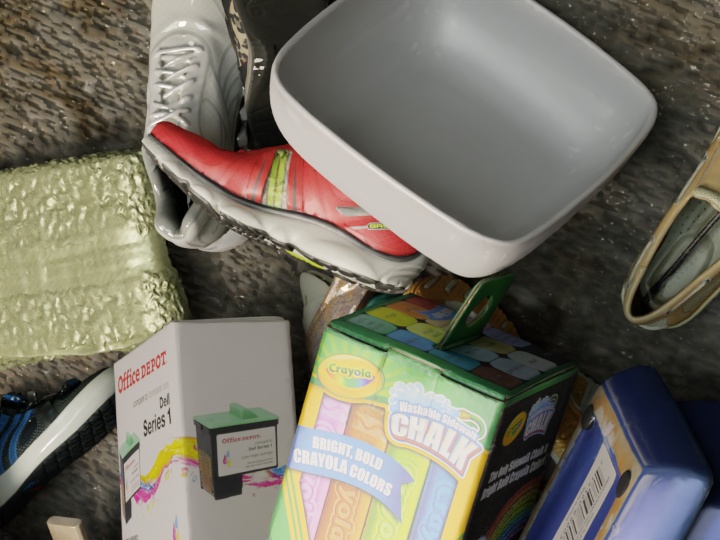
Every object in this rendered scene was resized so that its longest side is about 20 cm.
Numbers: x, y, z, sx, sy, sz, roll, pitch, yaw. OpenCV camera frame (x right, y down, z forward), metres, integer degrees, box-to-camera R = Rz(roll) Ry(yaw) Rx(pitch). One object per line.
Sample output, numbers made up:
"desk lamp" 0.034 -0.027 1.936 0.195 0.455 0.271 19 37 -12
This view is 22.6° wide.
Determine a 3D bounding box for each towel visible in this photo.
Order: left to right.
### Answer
"towel" -0.213 -0.008 1.289 0.199 0.036 0.149 -9 96 33

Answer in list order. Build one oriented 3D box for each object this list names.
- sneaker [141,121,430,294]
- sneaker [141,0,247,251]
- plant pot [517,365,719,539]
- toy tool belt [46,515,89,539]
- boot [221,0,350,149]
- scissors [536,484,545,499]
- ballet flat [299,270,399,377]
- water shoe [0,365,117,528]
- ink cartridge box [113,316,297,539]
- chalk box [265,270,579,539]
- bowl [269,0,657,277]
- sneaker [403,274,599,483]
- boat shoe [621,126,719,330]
"sneaker" -0.042 -0.055 1.145 0.199 0.077 0.085 25 83 10
"sneaker" -0.113 -0.111 1.220 0.075 0.081 0.201 -5 92 26
"plant pot" 0.193 0.177 1.021 0.179 0.200 0.201 24 105 -8
"toy tool belt" -0.153 0.264 1.255 0.199 0.125 0.123 29 115 18
"boot" -0.056 -0.184 1.185 0.073 0.204 0.154 -13 47 -2
"scissors" 0.036 0.194 1.151 0.200 0.014 0.073 -37 41 -17
"ballet flat" 0.000 0.000 1.194 0.067 0.068 0.201 28 96 24
"water shoe" -0.250 0.118 1.309 0.200 0.071 0.079 -41 77 21
"ink cartridge box" -0.100 0.142 1.176 0.145 0.083 0.201 149 119 -63
"chalk box" 0.041 0.092 1.072 0.123 0.125 0.201 22 105 23
"bowl" 0.058 -0.089 1.101 0.199 0.200 0.075 38 142 15
"sneaker" 0.095 0.094 1.164 0.200 0.076 0.088 44 126 16
"boat shoe" 0.225 -0.044 1.078 0.072 0.076 0.201 36 108 17
